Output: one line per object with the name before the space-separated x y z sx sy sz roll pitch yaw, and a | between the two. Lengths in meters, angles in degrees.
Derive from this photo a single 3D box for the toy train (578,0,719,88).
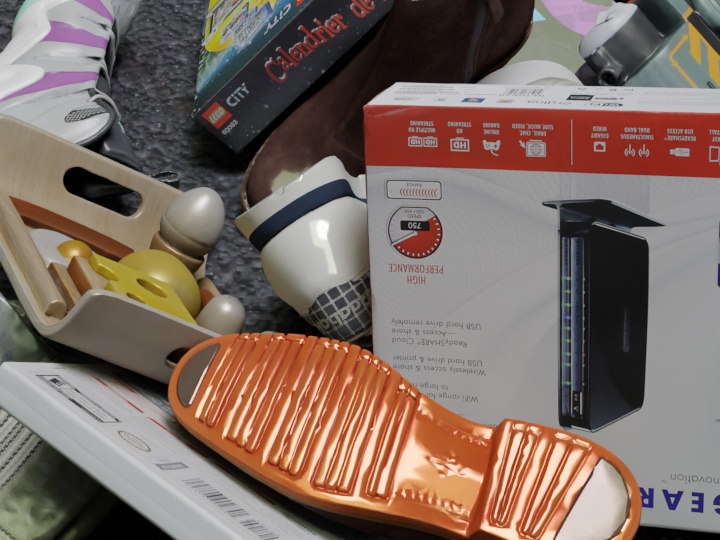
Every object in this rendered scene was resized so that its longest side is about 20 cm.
toy train | 0.207 -0.085 0.892 0.200 0.085 0.114 48 46 -5

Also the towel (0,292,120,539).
towel | -0.221 0.080 0.668 0.192 0.035 0.200 43 69 10

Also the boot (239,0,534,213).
boot | 0.013 -0.111 0.839 0.199 0.167 0.073 -38 76 -13

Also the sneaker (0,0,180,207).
sneaker | -0.152 -0.089 0.894 0.139 0.078 0.200 28 57 17

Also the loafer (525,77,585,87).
loafer | 0.062 0.004 0.744 0.069 0.202 0.070 24 17 39

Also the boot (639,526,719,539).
boot | 0.209 0.141 0.708 0.149 0.074 0.201 5 41 -5

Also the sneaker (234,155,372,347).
sneaker | 0.000 0.000 0.783 0.081 0.076 0.200 56 15 10

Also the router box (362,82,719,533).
router box | 0.104 0.015 0.663 0.198 0.182 0.049 3 18 17

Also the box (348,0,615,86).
box | 0.091 -0.140 0.967 0.197 0.036 0.145 2 67 -4

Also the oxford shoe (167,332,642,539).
oxford shoe | 0.012 0.087 0.644 0.198 0.073 0.072 21 58 11

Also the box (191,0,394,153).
box | -0.017 -0.176 0.911 0.038 0.200 0.137 36 29 -26

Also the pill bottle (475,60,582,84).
pill bottle | 0.122 -0.013 0.823 0.112 0.114 0.201 -12 48 -19

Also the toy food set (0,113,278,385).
toy food set | -0.096 -0.005 0.745 0.143 0.061 0.200 24 13 -34

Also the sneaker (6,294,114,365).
sneaker | -0.195 0.071 0.736 0.198 0.078 0.087 -9 64 -14

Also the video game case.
video game case | -0.050 0.084 0.680 0.142 0.018 0.200 32 9 23
